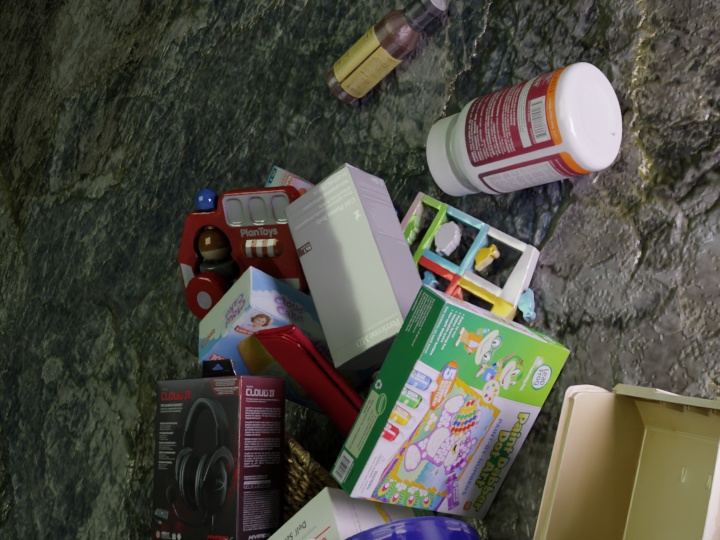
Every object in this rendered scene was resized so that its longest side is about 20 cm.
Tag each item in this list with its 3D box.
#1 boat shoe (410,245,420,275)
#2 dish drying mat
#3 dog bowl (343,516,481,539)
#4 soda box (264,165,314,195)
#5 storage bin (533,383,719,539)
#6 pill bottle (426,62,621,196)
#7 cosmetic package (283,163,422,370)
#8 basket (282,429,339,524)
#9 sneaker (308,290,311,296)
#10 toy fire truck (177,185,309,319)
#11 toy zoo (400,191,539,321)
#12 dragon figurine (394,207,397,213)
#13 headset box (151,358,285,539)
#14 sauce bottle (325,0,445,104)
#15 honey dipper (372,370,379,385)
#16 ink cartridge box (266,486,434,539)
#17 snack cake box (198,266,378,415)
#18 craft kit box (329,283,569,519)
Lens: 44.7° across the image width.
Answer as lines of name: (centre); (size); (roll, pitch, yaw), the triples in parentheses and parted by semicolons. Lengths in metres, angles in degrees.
boat shoe: (0.049, 0.052, 1.047); (0.067, 0.057, 0.204); (-14, 61, 19)
dish drying mat: (-0.039, 0.139, 1.016); (0.076, 0.201, 0.018); (-11, 37, 47)
dog bowl: (0.037, 0.322, 0.833); (0.200, 0.198, 0.080); (-46, 42, 25)
soda box: (-0.132, -0.046, 1.302); (0.068, 0.063, 0.203); (32, 99, 51)
storage bin: (0.235, 0.194, 0.687); (0.200, 0.092, 0.203); (172, 113, -71)
pill bottle: (0.171, -0.144, 0.948); (0.198, 0.108, 0.112); (-10, 67, 47)
cosmetic package: (0.000, 0.000, 0.978); (0.106, 0.090, 0.203); (-31, 65, 26)
basket: (-0.099, 0.239, 1.071); (0.199, 0.141, 0.151); (33, 103, 39)
sneaker: (-0.016, -0.012, 1.101); (0.075, 0.079, 0.203); (-82, 8, -55)
toy fire truck: (-0.159, -0.029, 1.176); (0.196, 0.112, 0.172); (0, 107, 25)
toy zoo: (0.111, 0.007, 0.980); (0.198, 0.020, 0.133); (31, 89, 35)
dragon figurine: (-0.028, -0.070, 1.192); (0.199, 0.058, 0.101); (22, 91, 51)
headset box: (-0.160, 0.203, 0.985); (0.147, 0.077, 0.205); (-7, 78, 39)
sauce bottle: (0.036, -0.313, 1.220); (0.199, 0.064, 0.066); (-34, 50, 34)
honey dipper: (0.030, 0.077, 1.078); (0.038, 0.038, 0.204); (-27, 53, 40)
ink cartridge box: (-0.018, 0.290, 0.912); (0.117, 0.198, 0.068); (-45, 45, 26)
snack cake box: (-0.087, 0.091, 1.077); (0.115, 0.198, 0.068); (-43, 36, 29)
craft kit box: (0.092, 0.136, 0.852); (0.048, 0.196, 0.203); (33, 100, 47)
